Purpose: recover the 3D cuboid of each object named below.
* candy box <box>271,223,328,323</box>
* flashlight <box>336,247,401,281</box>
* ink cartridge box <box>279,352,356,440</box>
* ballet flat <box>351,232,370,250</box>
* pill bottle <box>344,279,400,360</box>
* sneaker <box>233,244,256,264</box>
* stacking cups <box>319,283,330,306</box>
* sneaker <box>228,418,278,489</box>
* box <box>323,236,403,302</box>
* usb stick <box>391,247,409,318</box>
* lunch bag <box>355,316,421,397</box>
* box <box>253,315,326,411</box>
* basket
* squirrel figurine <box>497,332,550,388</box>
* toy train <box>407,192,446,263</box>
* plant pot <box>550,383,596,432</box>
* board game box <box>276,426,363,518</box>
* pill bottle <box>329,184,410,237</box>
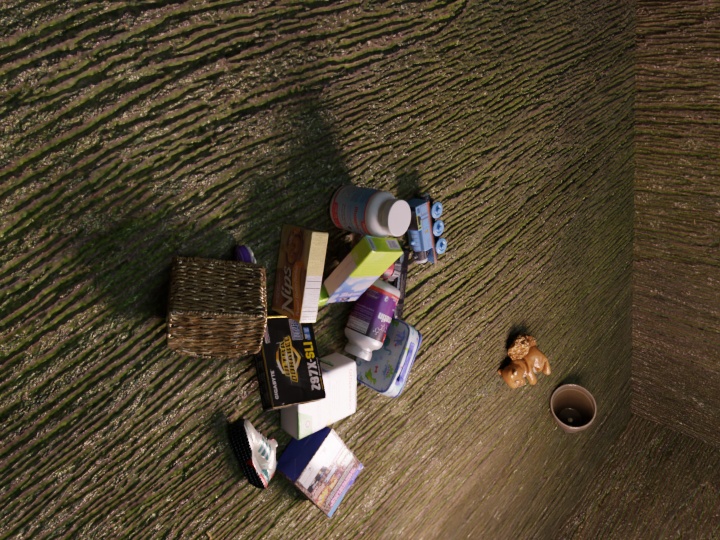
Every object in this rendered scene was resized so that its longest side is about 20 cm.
[{"bbox_3d":[-0.141,0.005,1.333,0.054,0.113,0.208,1,100,-44],"label":"candy box"},{"bbox_3d":[0.023,-0.021,1.540,0.196,0.067,0.071,14,83,-42],"label":"flashlight"},{"bbox_3d":[-0.106,0.314,1.479,0.196,0.082,0.150,-15,111,-42],"label":"ink cartridge box"},{"bbox_3d":[0.018,-0.091,1.499,0.199,0.064,0.073,-42,141,-44],"label":"ballet flat"},{"bbox_3d":[0.026,0.128,1.545,0.111,0.110,0.206,25,84,-46],"label":"pill bottle"},{"bbox_3d":[-0.276,0.044,1.235,0.082,0.080,0.207,16,87,-35],"label":"sneaker"},{"bbox_3d":[-0.077,0.057,1.453,0.196,0.059,0.063,-13,111,-43],"label":"stacking cups"},{"bbox_3d":[-0.247,0.417,1.387,0.094,0.068,0.206,-47,131,-49],"label":"sneaker"},{"bbox_3d":[0.000,0.000,1.401,0.120,0.049,0.200,-2,145,-47],"label":"box"},{"bbox_3d":[0.111,0.036,1.666,0.055,0.032,0.208,-10,108,-53],"label":"usb stick"},{"bbox_3d":[0.074,0.232,1.590,0.082,0.158,0.206,28,81,-45],"label":"lunch bag"},{"bbox_3d":[-0.167,0.208,1.341,0.156,0.049,0.207,3,68,-45],"label":"box"},{"bbox_3d":[-0.290,0.079,1.178,0.193,0.152,0.145,4,134,-17],"label":"basket"},{"bbox_3d":[0.606,0.346,2.224,0.182,0.140,0.207,-19,101,-29],"label":"squirrel figurine"},{"bbox_3d":[0.179,-0.115,1.660,0.112,0.086,0.207,-25,117,-31],"label":"toy train"},{"bbox_3d":[0.954,0.644,2.629,0.202,0.196,0.175,-52,150,-21],"label":"plant pot"},{"bbox_3d":[-0.107,0.514,1.526,0.161,0.095,0.202,-51,132,-23],"label":"board game box"},{"bbox_3d":[0.024,-0.141,1.402,0.107,0.197,0.113,-14,111,-41],"label":"pill bottle"}]
